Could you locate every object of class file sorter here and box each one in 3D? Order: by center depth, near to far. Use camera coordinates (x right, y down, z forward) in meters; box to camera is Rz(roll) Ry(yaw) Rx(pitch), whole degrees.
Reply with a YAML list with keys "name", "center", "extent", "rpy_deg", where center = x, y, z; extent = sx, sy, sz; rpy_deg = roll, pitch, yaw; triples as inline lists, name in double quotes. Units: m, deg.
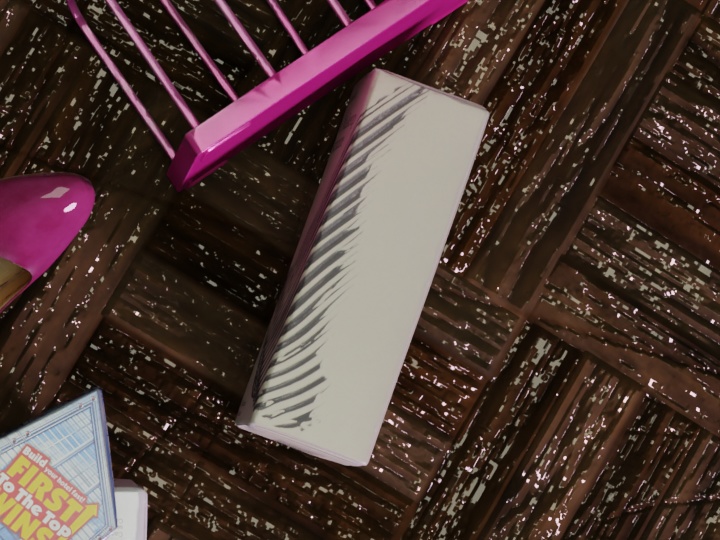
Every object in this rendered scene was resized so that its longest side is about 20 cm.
- name: "file sorter"
  center: [-0.042, -0.154, 1.259]
  extent: [0.200, 0.139, 0.125]
  rpy_deg: [-34, 90, -10]

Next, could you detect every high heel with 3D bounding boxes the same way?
- name: "high heel"
  center: [-0.203, 0.032, 1.205]
  extent: [0.067, 0.200, 0.096]
  rpy_deg: [28, 36, -42]

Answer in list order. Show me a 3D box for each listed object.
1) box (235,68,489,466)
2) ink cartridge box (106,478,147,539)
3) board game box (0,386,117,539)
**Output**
- name: "box"
  center: [0.000, 0.000, 1.286]
  extent: [0.068, 0.082, 0.200]
  rpy_deg: [20, 82, -8]
- name: "ink cartridge box"
  center: [-0.183, 0.203, 1.211]
  extent: [0.147, 0.086, 0.200]
  rpy_deg: [3, 89, -9]
- name: "board game box"
  center: [-0.166, 0.159, 1.141]
  extent: [0.200, 0.062, 0.200]
  rpy_deg: [-41, 94, -7]
